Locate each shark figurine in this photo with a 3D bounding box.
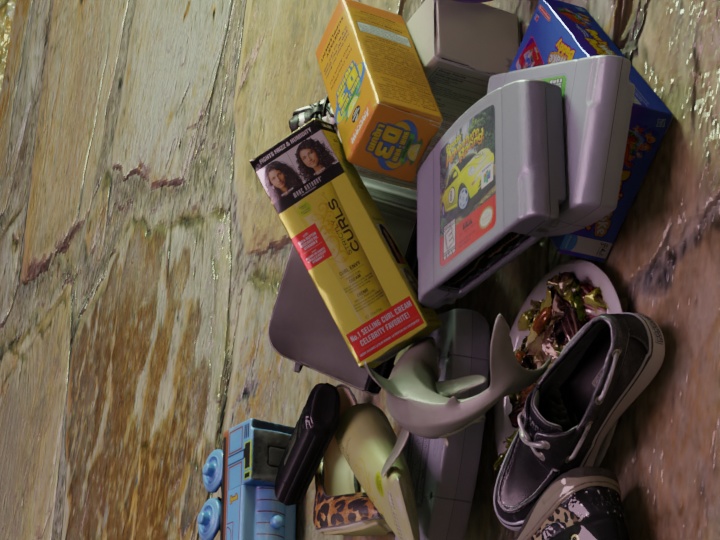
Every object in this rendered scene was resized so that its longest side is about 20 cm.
[{"bbox_3d":[0.049,0.090,1.547,0.129,0.089,0.214,-54,17,-15],"label":"shark figurine"}]

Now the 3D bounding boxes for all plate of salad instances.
[{"bbox_3d":[0.148,0.089,1.577,0.200,0.048,0.202,-168,90,-67],"label":"plate of salad"}]

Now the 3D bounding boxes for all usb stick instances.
[{"bbox_3d":[-0.049,0.160,1.810,0.200,0.032,0.056,112,171,-62],"label":"usb stick"}]

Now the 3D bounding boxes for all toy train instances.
[{"bbox_3d":[-0.112,0.253,2.045,0.114,0.086,0.202,-32,51,51],"label":"toy train"}]

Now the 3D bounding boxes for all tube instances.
[{"bbox_3d":[0.019,0.170,1.675,0.052,0.058,0.200,-56,20,9],"label":"tube"}]

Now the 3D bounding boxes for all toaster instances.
[{"bbox_3d":[0.000,0.000,1.790,0.181,0.118,0.202,-46,-27,-84],"label":"toaster"}]

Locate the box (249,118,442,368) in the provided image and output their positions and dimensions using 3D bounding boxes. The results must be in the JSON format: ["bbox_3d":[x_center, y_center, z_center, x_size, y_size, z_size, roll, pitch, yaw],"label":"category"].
[{"bbox_3d":[-0.013,-0.022,1.669,0.075,0.050,0.201,-30,80,14],"label":"box"}]

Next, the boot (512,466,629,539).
[{"bbox_3d":[0.151,0.264,1.460,0.204,0.073,0.154,-64,30,33],"label":"boot"}]

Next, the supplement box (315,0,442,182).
[{"bbox_3d":[0.014,-0.159,1.730,0.067,0.068,0.201,-63,25,26],"label":"supplement box"}]

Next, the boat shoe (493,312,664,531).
[{"bbox_3d":[0.148,0.113,1.484,0.201,0.067,0.072,-56,51,25],"label":"boat shoe"}]

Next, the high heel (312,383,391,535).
[{"bbox_3d":[-0.008,0.173,1.847,0.200,0.071,0.144,156,116,-74],"label":"high heel"}]

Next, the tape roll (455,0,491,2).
[{"bbox_3d":[0.061,-0.324,1.773,0.066,0.199,0.201,-60,29,34],"label":"tape roll"}]

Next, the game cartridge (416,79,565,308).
[{"bbox_3d":[0.098,-0.065,1.580,0.200,0.041,0.134,139,140,-56],"label":"game cartridge"}]

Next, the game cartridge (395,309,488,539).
[{"bbox_3d":[0.069,0.138,1.701,0.133,0.040,0.202,146,132,-77],"label":"game cartridge"}]

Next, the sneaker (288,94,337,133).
[{"bbox_3d":[-0.025,-0.148,2.028,0.201,0.087,0.076,-59,28,35],"label":"sneaker"}]

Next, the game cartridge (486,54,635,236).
[{"bbox_3d":[0.145,-0.094,1.570,0.200,0.040,0.135,179,98,-67],"label":"game cartridge"}]

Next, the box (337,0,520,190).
[{"bbox_3d":[0.061,-0.162,1.833,0.200,0.094,0.078,-44,38,50],"label":"box"}]

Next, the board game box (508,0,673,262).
[{"bbox_3d":[0.171,-0.118,1.621,0.200,0.044,0.135,-116,43,-55],"label":"board game box"}]
